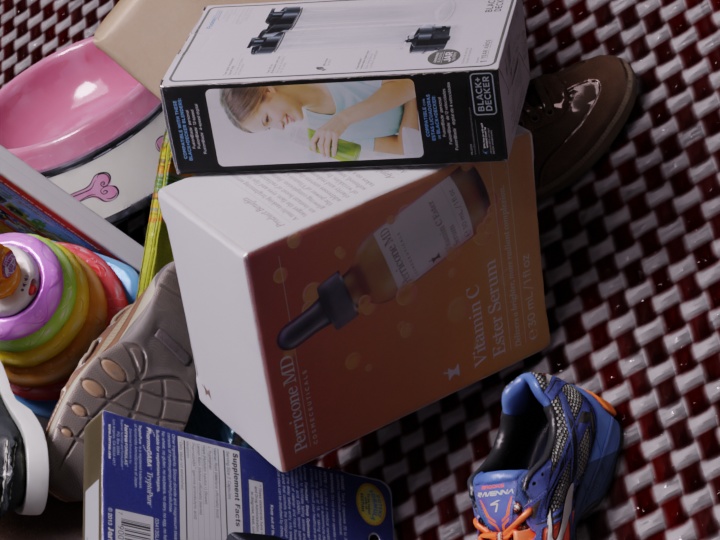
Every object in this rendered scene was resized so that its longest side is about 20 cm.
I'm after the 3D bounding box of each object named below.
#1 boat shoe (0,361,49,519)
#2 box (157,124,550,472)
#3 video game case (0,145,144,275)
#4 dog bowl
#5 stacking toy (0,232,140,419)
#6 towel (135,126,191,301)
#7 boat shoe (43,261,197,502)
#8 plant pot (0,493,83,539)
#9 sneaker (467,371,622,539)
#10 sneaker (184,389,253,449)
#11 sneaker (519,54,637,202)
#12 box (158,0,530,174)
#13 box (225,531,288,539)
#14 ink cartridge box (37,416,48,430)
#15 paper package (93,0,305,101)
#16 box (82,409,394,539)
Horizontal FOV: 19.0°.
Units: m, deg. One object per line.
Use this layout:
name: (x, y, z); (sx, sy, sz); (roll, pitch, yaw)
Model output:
boat shoe: (-0.240, 0.094, 1.293); (0.200, 0.060, 0.076); (-160, 74, -64)
box: (0.000, 0.000, 1.282); (0.199, 0.153, 0.106); (-25, 34, -24)
video game case: (-0.239, -0.030, 1.517); (0.200, 0.143, 0.018); (-13, 45, 61)
dog bowl: (-0.206, -0.108, 1.622); (0.199, 0.074, 0.201); (-19, 30, 12)
stacking toy: (-0.217, 0.014, 1.362); (0.109, 0.200, 0.117); (17, 76, 14)
towel: (-0.107, 0.001, 1.439); (0.018, 0.086, 0.202); (7, 87, 54)
boat shoe: (-0.145, 0.075, 1.329); (0.072, 0.076, 0.200); (-32, 15, 41)
plant pot: (-0.183, 0.210, 1.327); (0.197, 0.200, 0.201); (-8, 54, 29)
sneaker: (0.087, 0.146, 1.209); (0.075, 0.078, 0.201); (-12, 53, 36)
sneaker: (-0.072, 0.088, 1.401); (0.076, 0.081, 0.201); (17, 84, 46)
sneaker: (0.086, -0.079, 1.387); (0.200, 0.075, 0.071); (-38, 41, 13)
box: (-0.006, -0.112, 1.262); (0.198, 0.060, 0.117); (-2, 30, 12)
box: (-0.004, 0.268, 1.131); (0.196, 0.117, 0.201); (20, 92, 48)
ink cartridge box: (-0.260, 0.165, 1.476); (0.067, 0.117, 0.200); (30, 82, 47)
paper package: (-0.035, -0.164, 1.373); (0.200, 0.190, 0.104); (-46, 9, 19)
box: (-0.068, 0.161, 1.255); (0.032, 0.199, 0.122); (-43, 40, 44)
